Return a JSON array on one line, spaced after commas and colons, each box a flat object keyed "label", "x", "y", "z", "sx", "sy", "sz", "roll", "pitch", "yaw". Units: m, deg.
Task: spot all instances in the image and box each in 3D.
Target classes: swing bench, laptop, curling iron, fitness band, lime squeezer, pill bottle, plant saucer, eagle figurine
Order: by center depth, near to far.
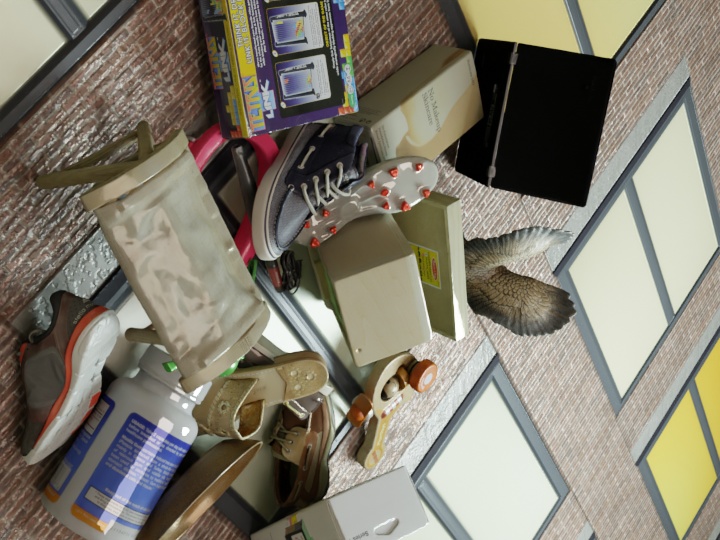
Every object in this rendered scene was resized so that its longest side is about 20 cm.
[{"label": "swing bench", "x": -0.187, "y": -0.022, "z": 0.910, "sx": 0.129, "sy": 0.199, "sz": 0.201, "roll": -32, "pitch": 115, "yaw": -21}, {"label": "pill bottle", "x": -0.246, "y": 0.188, "z": 1.036, "sx": 0.112, "sy": 0.111, "sz": 0.202, "roll": 42, "pitch": 75, "yaw": -46}, {"label": "lime squeezer", "x": -0.152, "y": 0.071, "z": 1.055, "sx": 0.071, "sy": 0.037, "sz": 0.201, "roll": 53, "pitch": 39, "yaw": -16}, {"label": "fitness band", "x": -0.162, "y": -0.072, "z": 1.079, "sx": 0.143, "sy": 0.037, "sz": 0.203, "roll": 27, "pitch": 86, "yaw": -50}, {"label": "curling iron", "x": -0.111, "y": -0.056, "z": 1.099, "sx": 0.050, "sy": 0.025, "sz": 0.202, "roll": -61, "pitch": 140, "yaw": -43}, {"label": "plant saucer", "x": -0.195, "y": 0.261, "z": 1.113, "sx": 0.200, "sy": 0.035, "sz": 0.200, "roll": -46, "pitch": 172, "yaw": -9}, {"label": "laptop", "x": 0.226, "y": -0.203, "z": 1.284, "sx": 0.114, "sy": 0.200, "sz": 0.191, "roll": 6, "pitch": 103, "yaw": -17}, {"label": "eagle figurine", "x": 0.199, "y": -0.006, "z": 1.354, "sx": 0.151, "sy": 0.198, "sz": 0.153, "roll": 32, "pitch": 83, "yaw": -47}]

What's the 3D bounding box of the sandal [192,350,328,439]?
[{"label": "sandal", "x": -0.134, "y": 0.157, "z": 1.092, "sx": 0.208, "sy": 0.070, "sz": 0.078, "roll": -21, "pitch": 121, "yaw": 1}]

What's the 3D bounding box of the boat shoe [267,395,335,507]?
[{"label": "boat shoe", "x": -0.081, "y": 0.225, "z": 1.251, "sx": 0.073, "sy": 0.075, "sz": 0.204, "roll": -16, "pitch": 116, "yaw": -37}]

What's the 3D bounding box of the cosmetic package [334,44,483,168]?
[{"label": "cosmetic package", "x": 0.067, "y": -0.197, "z": 1.236, "sx": 0.200, "sy": 0.071, "sz": 0.106, "roll": -42, "pitch": 132, "yaw": -27}]

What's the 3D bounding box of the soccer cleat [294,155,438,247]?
[{"label": "soccer cleat", "x": -0.002, "y": -0.093, "z": 1.159, "sx": 0.197, "sy": 0.078, "sz": 0.070, "roll": -25, "pitch": 120, "yaw": -8}]

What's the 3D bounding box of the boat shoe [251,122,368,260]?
[{"label": "boat shoe", "x": -0.053, "y": -0.096, "z": 1.082, "sx": 0.075, "sy": 0.091, "sz": 0.202, "roll": 67, "pitch": 32, "yaw": -48}]

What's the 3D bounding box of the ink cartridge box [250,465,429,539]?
[{"label": "ink cartridge box", "x": -0.029, "y": 0.339, "z": 1.254, "sx": 0.143, "sy": 0.199, "sz": 0.085, "roll": -13, "pitch": 74, "yaw": -42}]

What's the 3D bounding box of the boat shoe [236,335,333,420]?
[{"label": "boat shoe", "x": -0.122, "y": 0.112, "z": 1.149, "sx": 0.199, "sy": 0.072, "sz": 0.060, "roll": 37, "pitch": 95, "yaw": -28}]

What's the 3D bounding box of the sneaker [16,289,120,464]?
[{"label": "sneaker", "x": -0.312, "y": 0.104, "z": 0.977, "sx": 0.202, "sy": 0.081, "sz": 0.077, "roll": -61, "pitch": 169, "yaw": 20}]

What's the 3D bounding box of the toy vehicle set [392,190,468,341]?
[{"label": "toy vehicle set", "x": 0.087, "y": -0.014, "z": 1.292, "sx": 0.026, "sy": 0.123, "sz": 0.203, "roll": -28, "pitch": 125, "yaw": -34}]

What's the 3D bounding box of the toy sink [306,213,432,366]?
[{"label": "toy sink", "x": 0.000, "y": 0.000, "z": 1.200, "sx": 0.110, "sy": 0.201, "sz": 0.132, "roll": -18, "pitch": 125, "yaw": -6}]

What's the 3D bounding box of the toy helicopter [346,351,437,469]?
[{"label": "toy helicopter", "x": 0.026, "y": 0.203, "z": 1.356, "sx": 0.131, "sy": 0.078, "sz": 0.203, "roll": -20, "pitch": 131, "yaw": -47}]

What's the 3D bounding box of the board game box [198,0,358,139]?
[{"label": "board game box", "x": -0.089, "y": -0.258, "z": 1.039, "sx": 0.164, "sy": 0.056, "sz": 0.204, "roll": -19, "pitch": 108, "yaw": -39}]
